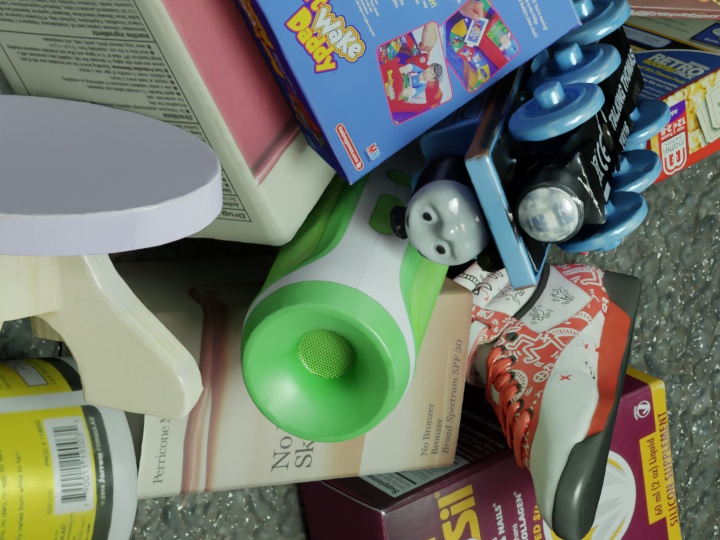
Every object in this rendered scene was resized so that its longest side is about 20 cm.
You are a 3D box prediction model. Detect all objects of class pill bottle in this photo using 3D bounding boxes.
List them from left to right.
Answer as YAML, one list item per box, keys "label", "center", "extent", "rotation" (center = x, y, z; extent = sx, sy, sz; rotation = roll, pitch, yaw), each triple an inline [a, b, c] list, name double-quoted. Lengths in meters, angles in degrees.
- label: "pill bottle"
  center: [-0.215, 0.103, 1.277]
  extent: [0.199, 0.112, 0.113]
  rotation: [-4, 105, -34]

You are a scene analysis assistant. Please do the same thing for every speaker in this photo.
- label: "speaker"
  center: [0.000, 0.000, 1.305]
  extent: [0.200, 0.088, 0.089]
  rotation: [-68, 146, -59]

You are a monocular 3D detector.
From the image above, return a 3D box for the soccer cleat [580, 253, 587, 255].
- label: "soccer cleat"
  center: [0.059, -0.042, 1.464]
  extent: [0.199, 0.067, 0.077]
  rotation: [-3, 115, -35]

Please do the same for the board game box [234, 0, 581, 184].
- label: "board game box"
  center: [0.003, -0.155, 1.192]
  extent: [0.134, 0.045, 0.201]
  rotation: [-34, 129, -9]

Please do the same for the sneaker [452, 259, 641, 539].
- label: "sneaker"
  center: [0.084, 0.064, 1.438]
  extent: [0.202, 0.107, 0.068]
  rotation: [-71, 168, -51]

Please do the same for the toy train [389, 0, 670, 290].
- label: "toy train"
  center: [0.079, -0.060, 1.279]
  extent: [0.087, 0.114, 0.200]
  rotation: [65, 22, -21]

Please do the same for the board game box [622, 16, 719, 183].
- label: "board game box"
  center: [0.173, -0.122, 1.453]
  extent: [0.199, 0.151, 0.047]
  rotation: [-27, 123, -31]

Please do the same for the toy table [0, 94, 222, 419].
- label: "toy table"
  center: [-0.158, -0.001, 1.218]
  extent: [0.184, 0.199, 0.118]
  rotation: [-37, 134, -51]

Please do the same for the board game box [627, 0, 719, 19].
- label: "board game box"
  center: [0.201, -0.179, 1.384]
  extent: [0.199, 0.019, 0.104]
  rotation: [-1, 83, -26]

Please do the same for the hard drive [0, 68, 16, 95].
- label: "hard drive"
  center: [-0.197, -0.087, 1.290]
  extent: [0.131, 0.025, 0.201]
  rotation: [-22, 115, -29]

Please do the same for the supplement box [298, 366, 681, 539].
- label: "supplement box"
  center: [0.075, 0.132, 1.507]
  extent: [0.199, 0.085, 0.111]
  rotation: [-22, 115, -28]

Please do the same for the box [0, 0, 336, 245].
- label: "box"
  center: [-0.094, -0.123, 1.262]
  extent: [0.109, 0.127, 0.201]
  rotation: [-56, 137, -32]

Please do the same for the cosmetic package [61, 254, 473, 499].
- label: "cosmetic package"
  center: [-0.048, 0.051, 1.396]
  extent: [0.199, 0.087, 0.104]
  rotation: [-5, 108, -34]
